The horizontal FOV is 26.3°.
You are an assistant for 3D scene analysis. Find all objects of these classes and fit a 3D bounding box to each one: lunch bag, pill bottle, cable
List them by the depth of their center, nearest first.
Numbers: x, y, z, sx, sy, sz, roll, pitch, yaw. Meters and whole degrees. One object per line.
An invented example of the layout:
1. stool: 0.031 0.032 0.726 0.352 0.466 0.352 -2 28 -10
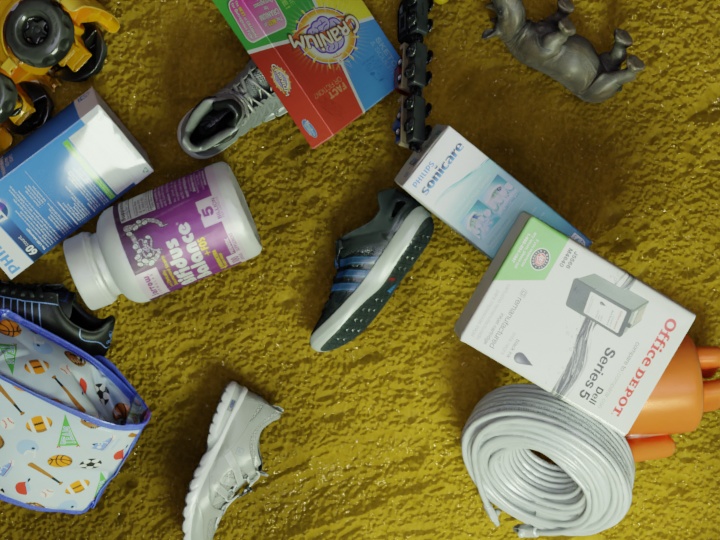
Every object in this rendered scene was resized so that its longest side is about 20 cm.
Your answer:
1. lunch bag: -0.345 0.164 1.665 0.199 0.124 0.170 29 124 -10
2. pill bottle: -0.217 -0.032 1.679 0.199 0.112 0.113 -23 97 1
3. cable: 0.206 0.210 1.685 0.199 0.069 0.201 -1 131 37

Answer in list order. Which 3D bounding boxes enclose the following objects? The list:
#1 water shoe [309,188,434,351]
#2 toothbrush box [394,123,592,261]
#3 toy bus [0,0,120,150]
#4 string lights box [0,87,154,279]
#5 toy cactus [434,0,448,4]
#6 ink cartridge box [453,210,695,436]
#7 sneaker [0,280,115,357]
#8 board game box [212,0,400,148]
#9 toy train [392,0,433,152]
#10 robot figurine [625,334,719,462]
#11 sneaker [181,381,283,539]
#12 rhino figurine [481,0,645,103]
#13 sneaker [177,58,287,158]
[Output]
1. water shoe: 0.000 0.000 1.724 0.079 0.071 0.200 41 96 22
2. toothbrush box: 0.140 -0.066 1.671 0.200 0.146 0.086 37 93 -4
3. toy bus: -0.390 -0.255 1.647 0.192 0.136 0.200 44 96 7
4. string lights box: -0.337 -0.094 1.677 0.199 0.059 0.103 -36 122 2
5. toy cactus: 0.062 -0.387 1.667 0.199 0.102 0.166 24 85 4
6. ink cartridge box: 0.217 0.053 1.570 0.199 0.084 0.146 30 94 -4
7. sneaker: -0.366 0.040 1.700 0.199 0.070 0.078 29 108 -14
8. board game box: -0.052 -0.253 1.651 0.153 0.040 0.201 -41 100 -40
9. toy train: 0.055 -0.213 1.662 0.034 0.046 0.202 19 59 -32
10. robot figurine: 0.306 0.129 1.713 0.198 0.117 0.145 -4 108 -1
11. sneaker: -0.146 0.231 1.730 0.081 0.075 0.201 19 95 -2
12. rhino figurine: 0.208 -0.251 1.688 0.199 0.060 0.088 29 138 -4
13. sneaker: -0.114 -0.188 1.663 0.200 0.116 0.075 -41 96 3
